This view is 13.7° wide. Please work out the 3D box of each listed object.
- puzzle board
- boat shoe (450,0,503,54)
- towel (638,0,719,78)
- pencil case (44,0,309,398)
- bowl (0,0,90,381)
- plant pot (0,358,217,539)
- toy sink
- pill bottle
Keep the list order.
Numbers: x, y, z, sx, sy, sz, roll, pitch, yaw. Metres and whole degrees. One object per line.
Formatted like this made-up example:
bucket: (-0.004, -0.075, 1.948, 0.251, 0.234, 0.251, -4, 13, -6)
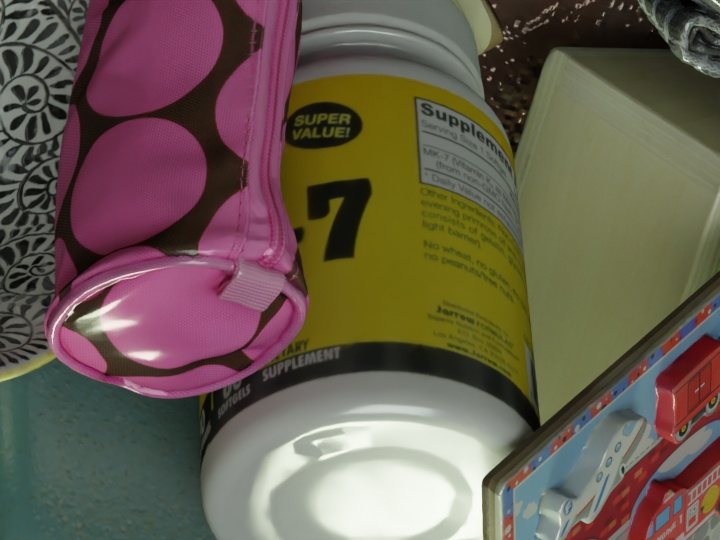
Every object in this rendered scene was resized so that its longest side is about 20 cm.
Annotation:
puzzle board: (0.109, 0.079, 1.027, 0.200, 0.017, 0.151, -37, 137, -37)
boat shoe: (-0.020, -0.144, 1.072, 0.065, 0.072, 0.200, -31, 124, 3)
towel: (0.173, -0.101, 1.082, 0.199, 0.166, 0.086, 20, 113, -20)
pencil case: (-0.049, -0.062, 0.962, 0.093, 0.201, 0.091, -17, 145, 31)
bowl: (-0.172, -0.051, 0.983, 0.201, 0.201, 0.094, 41, 143, -26)
plant pot: (-0.078, 0.126, 1.083, 0.195, 0.201, 0.196, 17, 131, -20)
toy sink: (0.123, 0.028, 1.136, 0.130, 0.112, 0.201, -1, 118, -40)
pill bottle: (0.000, 0.000, 1.028, 0.114, 0.201, 0.115, -2, 141, -2)
